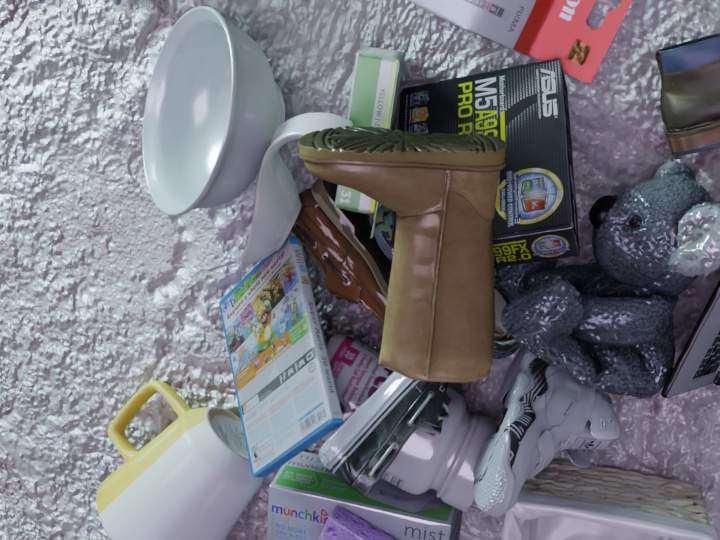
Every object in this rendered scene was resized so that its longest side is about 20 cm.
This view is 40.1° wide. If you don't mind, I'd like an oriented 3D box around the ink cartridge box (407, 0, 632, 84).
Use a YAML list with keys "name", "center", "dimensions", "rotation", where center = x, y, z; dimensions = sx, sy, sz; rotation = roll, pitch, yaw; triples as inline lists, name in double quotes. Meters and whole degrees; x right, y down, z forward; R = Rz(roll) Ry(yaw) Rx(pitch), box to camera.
- name: "ink cartridge box"
  center: [0.156, -0.286, 0.908]
  dimensions: [0.199, 0.057, 0.164]
  rotation: [29, 109, 11]

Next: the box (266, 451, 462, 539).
- name: "box"
  center: [0.003, 0.307, 1.070]
  dimensions: [0.197, 0.097, 0.179]
  rotation: [10, 108, 13]

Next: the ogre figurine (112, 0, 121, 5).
- name: "ogre figurine"
  center: [-0.219, -0.348, 0.966]
  dimensions: [0.198, 0.098, 0.121]
  rotation: [-28, 84, 8]

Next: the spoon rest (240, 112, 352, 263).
- name: "spoon rest"
  center: [-0.075, -0.081, 0.939]
  dimensions: [0.060, 0.100, 0.200]
  rotation: [28, 138, -10]

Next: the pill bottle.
- name: "pill bottle"
  center: [0.039, 0.157, 1.012]
  dimensions: [0.198, 0.113, 0.114]
  rotation: [26, 109, 7]

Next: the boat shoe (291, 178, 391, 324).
- name: "boat shoe"
  center: [0.000, 0.000, 1.012]
  dimensions: [0.068, 0.072, 0.201]
  rotation: [-38, 82, 24]

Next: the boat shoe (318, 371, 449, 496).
- name: "boat shoe"
  center: [0.050, 0.129, 0.934]
  dimensions: [0.071, 0.072, 0.200]
  rotation: [44, 78, 7]

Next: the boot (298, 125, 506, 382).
- name: "boot"
  center: [0.032, -0.009, 0.802]
  dimensions: [0.173, 0.066, 0.202]
  rotation: [4, 112, 1]

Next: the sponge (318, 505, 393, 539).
- name: "sponge"
  center: [-0.018, 0.354, 1.021]
  dimensions: [0.111, 0.030, 0.202]
  rotation: [27, 111, 8]

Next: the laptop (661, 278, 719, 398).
- name: "laptop"
  center: [0.393, 0.050, 0.884]
  dimensions: [0.115, 0.199, 0.189]
  rotation: [33, 111, 33]

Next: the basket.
- name: "basket"
  center: [0.242, 0.278, 0.984]
  dimensions: [0.197, 0.123, 0.137]
  rotation: [8, 106, 13]

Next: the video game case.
- name: "video game case"
  center: [-0.085, 0.088, 0.998]
  dimensions: [0.143, 0.018, 0.202]
  rotation: [-40, 55, 40]

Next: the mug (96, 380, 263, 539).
- name: "mug"
  center: [-0.197, 0.220, 1.079]
  dimensions: [0.186, 0.150, 0.153]
  rotation: [41, 102, -5]

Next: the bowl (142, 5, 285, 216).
- name: "bowl"
  center: [-0.136, -0.150, 0.975]
  dimensions: [0.200, 0.090, 0.204]
  rotation: [-11, 77, 53]

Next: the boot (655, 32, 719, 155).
- name: "boot"
  center: [0.358, -0.177, 0.867]
  dimensions: [0.198, 0.075, 0.098]
  rotation: [-18, 101, 20]

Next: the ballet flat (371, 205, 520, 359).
- name: "ballet flat"
  center: [0.094, 0.003, 0.980]
  dimensions: [0.200, 0.074, 0.074]
  rotation: [44, 110, -5]

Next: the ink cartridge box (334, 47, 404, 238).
- name: "ink cartridge box"
  center: [0.008, -0.123, 0.905]
  dimensions: [0.047, 0.200, 0.147]
  rotation: [10, 106, 3]

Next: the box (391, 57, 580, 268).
- name: "box"
  center: [0.112, -0.094, 0.897]
  dimensions: [0.158, 0.202, 0.044]
  rotation: [-8, 144, 18]

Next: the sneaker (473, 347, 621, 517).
- name: "sneaker"
  center: [0.182, 0.164, 0.942]
  dimensions: [0.114, 0.201, 0.075]
  rotation: [28, 135, -1]

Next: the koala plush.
- name: "koala plush"
  center: [0.250, -0.003, 0.897]
  dimensions: [0.183, 0.178, 0.201]
  rotation: [33, 109, -8]
